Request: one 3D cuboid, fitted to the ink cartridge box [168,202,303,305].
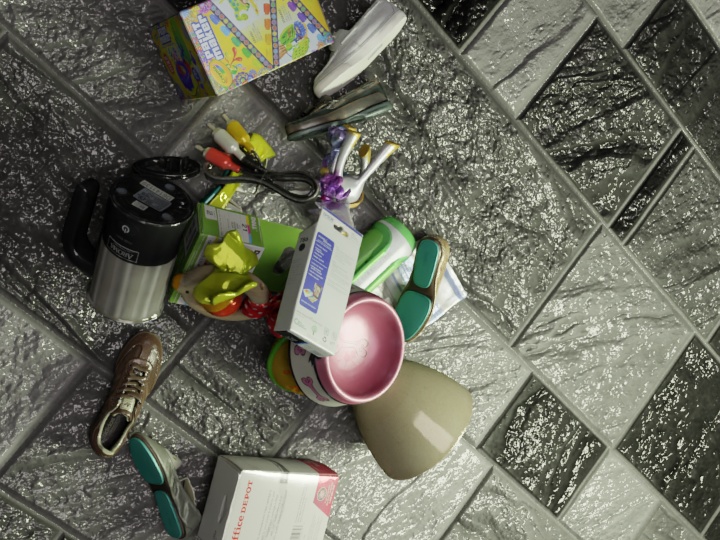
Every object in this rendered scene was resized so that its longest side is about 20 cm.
[{"bbox_3d":[-0.179,-0.008,1.351,0.200,0.076,0.148,13,129,-25],"label":"ink cartridge box"}]

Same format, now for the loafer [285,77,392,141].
[{"bbox_3d":[-0.042,-0.263,1.428,0.200,0.072,0.063,-22,95,-29],"label":"loafer"}]

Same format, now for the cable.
[{"bbox_3d":[-0.159,-0.150,1.305,0.200,0.050,0.097,33,77,17],"label":"cable"}]

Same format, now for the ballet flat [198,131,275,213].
[{"bbox_3d":[-0.201,-0.123,1.365,0.067,0.067,0.200,36,79,-16],"label":"ballet flat"}]

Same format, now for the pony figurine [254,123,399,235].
[{"bbox_3d":[-0.042,-0.131,1.399,0.193,0.166,0.200,6,112,-51],"label":"pony figurine"}]

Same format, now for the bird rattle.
[{"bbox_3d":[-0.180,0.029,1.285,0.200,0.163,0.113,40,48,-54],"label":"bird rattle"}]

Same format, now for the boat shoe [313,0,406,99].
[{"bbox_3d":[-0.014,-0.366,1.425,0.069,0.072,0.200,44,89,5],"label":"boat shoe"}]

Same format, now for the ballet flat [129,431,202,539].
[{"bbox_3d":[-0.307,0.332,1.394,0.064,0.067,0.200,-36,114,-46],"label":"ballet flat"}]

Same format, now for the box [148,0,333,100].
[{"bbox_3d":[-0.178,-0.343,1.271,0.192,0.200,0.122,-29,109,-18],"label":"box"}]

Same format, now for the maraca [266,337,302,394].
[{"bbox_3d":[-0.067,0.151,1.451,0.200,0.107,0.137,24,110,-41],"label":"maraca"}]

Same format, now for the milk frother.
[{"bbox_3d":[-0.314,-0.059,1.294,0.200,0.180,0.188,-24,148,-49],"label":"milk frother"}]

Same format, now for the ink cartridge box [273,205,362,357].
[{"bbox_3d":[-0.059,0.016,1.278,0.099,0.039,0.200,36,59,-39],"label":"ink cartridge box"}]

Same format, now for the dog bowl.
[{"bbox_3d":[-0.013,0.120,1.372,0.200,0.074,0.201,-4,96,-41],"label":"dog bowl"}]

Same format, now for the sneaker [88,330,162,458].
[{"bbox_3d":[-0.350,0.193,1.337,0.070,0.076,0.200,23,88,-26],"label":"sneaker"}]

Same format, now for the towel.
[{"bbox_3d":[0.085,0.045,1.552,0.200,0.024,0.147,-37,110,-16],"label":"towel"}]

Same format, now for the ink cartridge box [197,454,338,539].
[{"bbox_3d":[-0.150,0.386,1.436,0.200,0.083,0.147,14,92,-38],"label":"ink cartridge box"}]

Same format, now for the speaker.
[{"bbox_3d":[0.000,0.000,1.469,0.200,0.088,0.088,-43,113,-14],"label":"speaker"}]

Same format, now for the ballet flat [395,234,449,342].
[{"bbox_3d":[0.111,0.031,1.507,0.065,0.070,0.200,-19,133,-58],"label":"ballet flat"}]

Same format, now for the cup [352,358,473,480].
[{"bbox_3d":[0.067,0.230,1.478,0.143,0.200,0.200,45,78,-18],"label":"cup"}]
